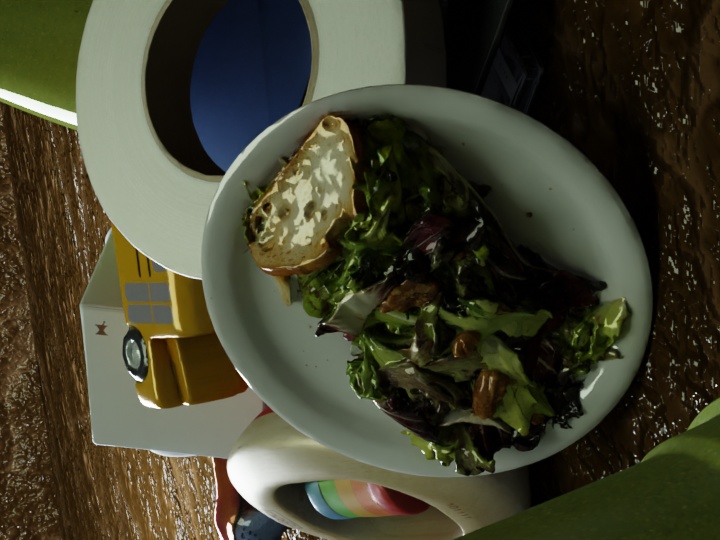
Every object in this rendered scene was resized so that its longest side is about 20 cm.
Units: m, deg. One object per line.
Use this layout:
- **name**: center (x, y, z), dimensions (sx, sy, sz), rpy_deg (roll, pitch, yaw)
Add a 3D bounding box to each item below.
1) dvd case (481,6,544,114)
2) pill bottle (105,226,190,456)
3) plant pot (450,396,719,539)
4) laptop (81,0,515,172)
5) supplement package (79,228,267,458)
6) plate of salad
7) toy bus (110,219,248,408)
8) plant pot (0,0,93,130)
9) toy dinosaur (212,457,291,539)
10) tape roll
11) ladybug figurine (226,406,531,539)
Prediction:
- **dvd case**: center (0.040, -0.093, 0.836), dimensions (0.200, 0.016, 0.149), rpy_deg (106, 149, -53)
- **pill bottle**: center (-0.157, 0.049, 1.354), dimensions (0.112, 0.112, 0.200), rpy_deg (109, 146, -56)
- **plant pot**: center (0.087, 0.156, 0.564), dimensions (0.200, 0.184, 0.201), rpy_deg (170, 90, -72)
- **laptop**: center (-0.035, -0.100, 0.767), dimensions (0.200, 0.103, 0.178), rpy_deg (35, 108, 58)
- **supplement package**: center (-0.103, 0.014, 1.048), dimensions (0.200, 0.117, 0.118), rpy_deg (-78, -6, -53)
- **plate of salad**: center (0.025, 0.015, 0.680), dimensions (0.048, 0.199, 0.201), rpy_deg (-70, -17, -57)
- **toy bus**: center (-0.097, -0.025, 0.883), dimensions (0.078, 0.065, 0.201), rpy_deg (-4, 95, 55)
- **plant pot**: center (-0.137, -0.153, 0.985), dimensions (0.187, 0.199, 0.188), rpy_deg (-178, 90, -77)
- **toy dinosaur**: center (-0.084, 0.190, 1.174), dimensions (0.182, 0.200, 0.105), rpy_deg (-56, 21, 21)
- **tape roll**: center (-0.052, -0.093, 0.751), dimensions (0.202, 0.037, 0.203), rpy_deg (-4, 83, 35)
- **ladybug figurine**: center (0.010, 0.101, 0.857), dimensions (0.200, 0.136, 0.072), rpy_deg (-9, 53, 44)
